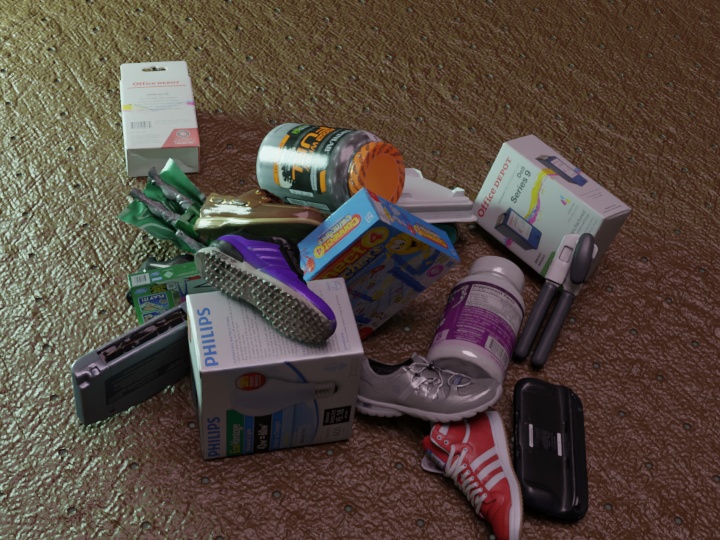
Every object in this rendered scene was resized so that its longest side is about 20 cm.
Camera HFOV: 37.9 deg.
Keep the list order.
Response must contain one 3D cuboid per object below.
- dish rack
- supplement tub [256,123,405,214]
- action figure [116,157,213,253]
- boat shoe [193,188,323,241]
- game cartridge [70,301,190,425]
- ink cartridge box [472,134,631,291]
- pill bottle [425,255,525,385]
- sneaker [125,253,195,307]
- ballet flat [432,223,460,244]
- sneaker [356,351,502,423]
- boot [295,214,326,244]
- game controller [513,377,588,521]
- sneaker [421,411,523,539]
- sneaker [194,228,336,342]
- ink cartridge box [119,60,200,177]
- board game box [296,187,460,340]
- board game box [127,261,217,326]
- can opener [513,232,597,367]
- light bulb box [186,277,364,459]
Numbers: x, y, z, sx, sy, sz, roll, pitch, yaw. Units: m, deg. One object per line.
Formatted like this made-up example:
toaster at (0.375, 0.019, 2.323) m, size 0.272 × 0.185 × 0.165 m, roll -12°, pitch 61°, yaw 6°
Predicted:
dish rack at (0.065, -0.117, 1.578) m, size 0.200 × 0.044 × 0.171 m, roll -6°, pitch 26°, yaw -43°
supplement tub at (-0.041, -0.140, 1.474) m, size 0.200 × 0.123 × 0.123 m, roll 12°, pitch 43°, yaw 42°
action figure at (-0.232, -0.066, 1.482) m, size 0.200 × 0.055 × 0.118 m, roll 35°, pitch 76°, yaw 8°
boat shoe at (-0.135, -0.078, 1.391) m, size 0.200 × 0.072 × 0.068 m, roll 1°, pitch 73°, yaw 33°
game cartridge at (-0.279, 0.119, 1.353) m, size 0.200 × 0.133 × 0.042 m, roll -29°, pitch 68°, yaw -29°
ink cartridge box at (0.282, -0.089, 1.585) m, size 0.087 × 0.146 × 0.200 m, roll -18°, pitch 53°, yaw -45°
pill bottle at (0.167, 0.077, 1.464) m, size 0.112 × 0.112 × 0.200 m, roll 19°, pitch 50°, yaw 8°
sneaker at (-0.227, 0.015, 1.490) m, size 0.199 × 0.067 × 0.091 m, roll 5°, pitch 53°, yaw -1°
ballet flat at (0.053, -0.074, 1.613) m, size 0.199 × 0.068 × 0.067 m, roll 10°, pitch 31°, yaw -6°
sneaker at (0.085, 0.149, 1.368) m, size 0.199 × 0.082 × 0.075 m, roll -2°, pitch 14°, yaw 16°
boot at (-0.138, -0.055, 1.555) m, size 0.150 × 0.073 × 0.200 m, roll -34°, pitch 66°, yaw -29°
game controller at (0.251, 0.233, 1.389) m, size 0.104 × 0.042 × 0.200 m, roll 14°, pitch 49°, yaw -8°
sneaker at (0.138, 0.265, 1.333) m, size 0.112 × 0.071 × 0.200 m, roll 3°, pitch 43°, yaw -11°
sneaker at (-0.095, 0.005, 1.261) m, size 0.200 × 0.070 × 0.099 m, roll 31°, pitch 48°, yaw 21°
ink cartridge box at (-0.326, -0.248, 1.692) m, size 0.116 × 0.068 × 0.200 m, roll -4°, pitch 53°, yaw -12°
board game box at (0.000, 0.000, 1.398) m, size 0.196 × 0.200 × 0.056 m, roll 23°, pitch 34°, yaw -50°
board game box at (-0.202, 0.041, 1.414) m, size 0.199 × 0.135 × 0.029 m, roll -12°, pitch 45°, yaw -9°
can opener at (0.276, 0.038, 1.481) m, size 0.053 × 0.067 × 0.200 m, roll 25°, pitch 86°, yaw 12°
light bulb box at (-0.112, 0.126, 1.330) m, size 0.199 × 0.199 × 0.125 m, roll -7°, pitch 49°, yaw -12°
